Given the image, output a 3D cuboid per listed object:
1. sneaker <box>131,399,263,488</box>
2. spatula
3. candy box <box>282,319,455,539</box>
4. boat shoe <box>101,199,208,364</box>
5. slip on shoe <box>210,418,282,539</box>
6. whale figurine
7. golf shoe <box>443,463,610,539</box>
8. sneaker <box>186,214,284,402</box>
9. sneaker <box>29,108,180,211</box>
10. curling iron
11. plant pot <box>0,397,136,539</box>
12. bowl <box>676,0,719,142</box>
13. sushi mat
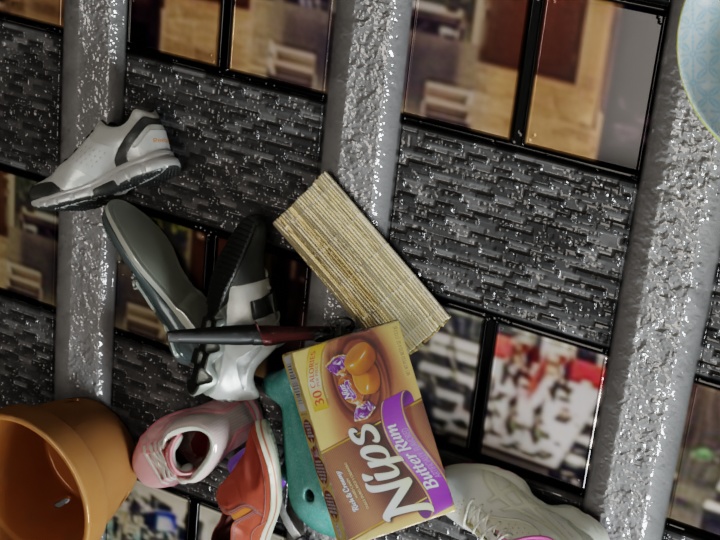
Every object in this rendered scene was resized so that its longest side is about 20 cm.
[{"bbox_3d":[-0.206,0.201,1.726,0.200,0.105,0.075,-30,93,35],"label":"sneaker"},{"bbox_3d":[-0.076,0.282,1.728,0.057,0.021,0.200,-39,87,40],"label":"spatula"},{"bbox_3d":[0.008,0.161,1.545,0.056,0.116,0.200,150,104,-75],"label":"candy box"},{"bbox_3d":[-0.226,0.016,1.692,0.062,0.073,0.200,-35,93,30],"label":"boat shoe"},{"bbox_3d":[-0.122,0.240,1.669,0.074,0.061,0.200,-109,26,-45],"label":"slip on shoe"},{"bbox_3d":[-0.042,0.186,1.625,0.159,0.104,0.200,-36,82,38],"label":"whale figurine"},{"bbox_3d":[0.147,0.254,1.549,0.200,0.091,0.075,21,117,24],"label":"golf shoe"},{"bbox_3d":[-0.117,0.042,1.645,0.088,0.074,0.200,13,96,-20],"label":"sneaker"},{"bbox_3d":[-0.281,-0.116,1.688,0.200,0.074,0.080,-18,83,29],"label":"sneaker"},{"bbox_3d":[-0.098,0.062,1.592,0.199,0.050,0.026,0,72,-5],"label":"curling iron"},{"bbox_3d":[-0.353,0.234,1.800,0.200,0.140,0.201,10,112,26],"label":"plant pot"},{"bbox_3d":[0.366,-0.187,1.257,0.200,0.108,0.201,10,111,26],"label":"bowl"},{"bbox_3d":[0.000,0.000,1.591,0.200,0.012,0.096,50,123,6],"label":"sushi mat"}]
